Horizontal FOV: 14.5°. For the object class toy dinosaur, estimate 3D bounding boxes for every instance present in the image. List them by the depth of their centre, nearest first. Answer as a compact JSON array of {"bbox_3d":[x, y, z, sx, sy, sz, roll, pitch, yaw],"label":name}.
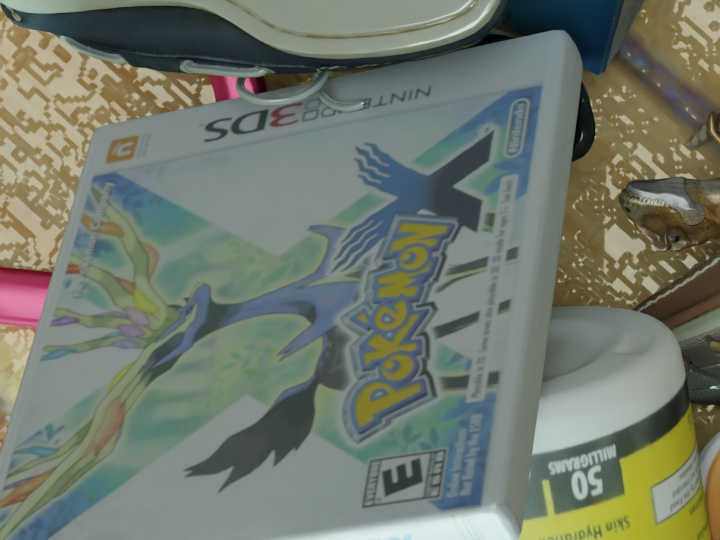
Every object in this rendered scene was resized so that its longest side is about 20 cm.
[{"bbox_3d":[0.180,-0.042,0.916,0.199,0.060,0.107,0,108,37],"label":"toy dinosaur"}]

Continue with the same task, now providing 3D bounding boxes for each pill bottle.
[{"bbox_3d":[0.066,0.122,0.930,0.110,0.111,0.201,-9,106,8],"label":"pill bottle"}]

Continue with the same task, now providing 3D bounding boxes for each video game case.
[{"bbox_3d":[-0.024,0.014,0.905,0.181,0.022,0.201,-10,45,23],"label":"video game case"}]

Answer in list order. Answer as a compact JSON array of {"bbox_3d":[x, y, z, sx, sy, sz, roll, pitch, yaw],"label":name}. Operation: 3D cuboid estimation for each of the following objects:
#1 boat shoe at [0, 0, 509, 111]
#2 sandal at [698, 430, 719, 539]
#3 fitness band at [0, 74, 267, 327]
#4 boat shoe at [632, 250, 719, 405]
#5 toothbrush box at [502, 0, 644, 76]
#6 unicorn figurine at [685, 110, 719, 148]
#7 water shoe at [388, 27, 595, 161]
[{"bbox_3d":[-0.035,-0.094,0.941,0.199,0.062,0.075,2,69,26],"label":"boat shoe"},{"bbox_3d":[0.173,0.143,0.948,0.079,0.059,0.208,-19,106,6],"label":"sandal"},{"bbox_3d":[-0.130,-0.053,1.033,0.198,0.037,0.145,7,94,9],"label":"fitness band"},{"bbox_3d":[0.181,-0.015,0.978,0.199,0.076,0.072,-24,56,16],"label":"boat shoe"},{"bbox_3d":[0.018,-0.165,0.947,0.199,0.146,0.086,27,78,7],"label":"toothbrush box"},{"bbox_3d":[0.201,-0.124,0.964,0.198,0.074,0.138,-5,86,11],"label":"unicorn figurine"},{"bbox_3d":[0.000,0.000,0.973,0.071,0.079,0.201,37,87,-32],"label":"water shoe"}]
